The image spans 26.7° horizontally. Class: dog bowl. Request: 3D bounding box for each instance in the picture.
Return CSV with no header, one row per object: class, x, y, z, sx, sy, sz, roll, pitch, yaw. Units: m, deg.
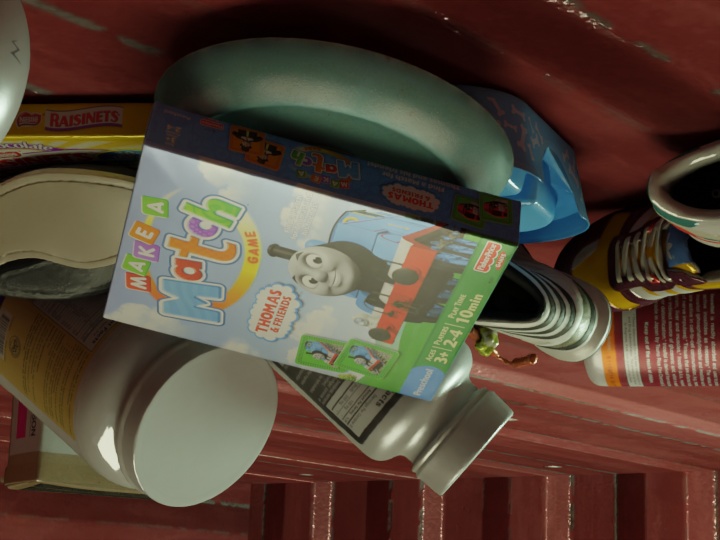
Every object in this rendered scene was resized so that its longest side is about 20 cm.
dog bowl,0.072,-0.062,0.928,0.111,0.050,0.200,-4,166,25

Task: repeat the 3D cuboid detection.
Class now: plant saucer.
plant saucer,-0.017,-0.060,0.821,0.198,0.028,0.200,10,157,4

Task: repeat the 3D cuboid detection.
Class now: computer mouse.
computer mouse,-0.202,-0.015,1.050,0.198,0.139,0.053,-12,123,11

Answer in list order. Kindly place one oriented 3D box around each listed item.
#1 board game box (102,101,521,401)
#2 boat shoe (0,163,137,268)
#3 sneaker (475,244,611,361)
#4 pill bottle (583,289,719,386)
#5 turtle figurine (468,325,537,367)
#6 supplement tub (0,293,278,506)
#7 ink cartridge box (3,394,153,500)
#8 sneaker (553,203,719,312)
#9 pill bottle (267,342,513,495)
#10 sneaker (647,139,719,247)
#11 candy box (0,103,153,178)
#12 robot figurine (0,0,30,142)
board game box,-0.031,-0.005,0.827,0.198,0.037,0.152,15,140,-7
boat shoe,-0.203,-0.043,0.977,0.198,0.063,0.073,-8,122,26
sneaker,0.073,-0.004,1.069,0.200,0.076,0.115,24,179,43
pill bottle,0.275,0.033,1.169,0.198,0.114,0.113,-1,167,17
turtle figurine,0.060,0.016,1.216,0.160,0.065,0.200,13,-164,-18
supplement tub,-0.167,0.067,1.093,0.199,0.146,0.145,31,-171,40
ink cartridge box,-0.223,0.100,1.361,0.164,0.202,0.075,10,165,-33
sneaker,0.211,-0.016,1.038,0.199,0.076,0.090,-16,171,31
pill bottle,0.012,0.067,1.108,0.200,0.111,0.111,42,170,7
sneaker,0.264,-0.049,0.897,0.198,0.071,0.093,-4,172,36
candy box,-0.191,-0.079,0.949,0.198,0.027,0.102,0,167,9
robot figurine,-0.232,-0.101,0.625,0.125,0.151,0.199,-38,148,24
